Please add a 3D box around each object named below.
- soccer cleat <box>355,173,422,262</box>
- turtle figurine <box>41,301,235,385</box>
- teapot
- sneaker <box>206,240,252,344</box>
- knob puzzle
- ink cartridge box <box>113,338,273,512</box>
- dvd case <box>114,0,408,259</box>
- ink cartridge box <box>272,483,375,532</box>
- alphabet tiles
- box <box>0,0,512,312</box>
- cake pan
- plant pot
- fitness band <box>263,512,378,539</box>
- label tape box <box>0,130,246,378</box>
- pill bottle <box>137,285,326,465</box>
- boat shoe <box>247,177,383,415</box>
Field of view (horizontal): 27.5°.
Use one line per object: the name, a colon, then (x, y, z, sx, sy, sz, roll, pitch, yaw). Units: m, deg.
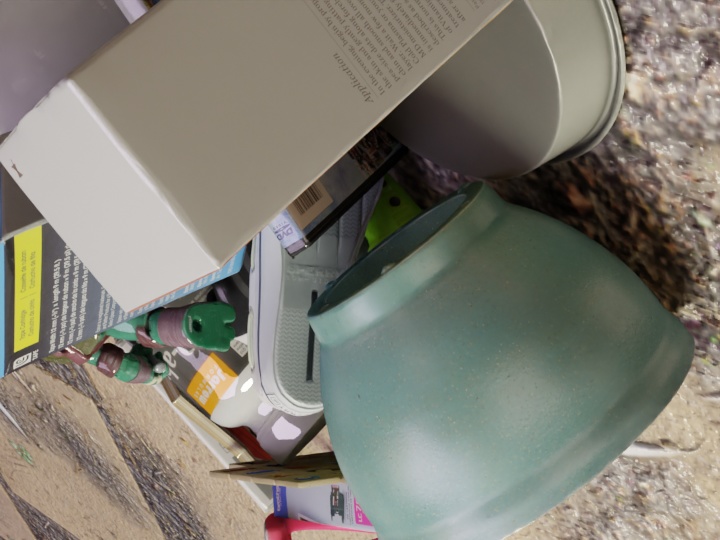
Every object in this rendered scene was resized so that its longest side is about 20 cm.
soccer cleat: (0.000, 0.000, 0.960, 0.081, 0.067, 0.200, 59, 153, 11)
turtle figurine: (-0.176, 0.021, 0.983, 0.199, 0.101, 0.151, -12, 112, 40)
teapot: (-0.218, -0.099, 0.849, 0.196, 0.146, 0.201, 5, 133, 43)
sneaker: (-0.073, -0.022, 0.952, 0.082, 0.072, 0.201, 12, 129, 3)
knob puzzle: (-0.115, 0.094, 1.221, 0.220, 0.030, 0.220, 49, -177, -4)
ink cartridge box: (-0.146, 0.125, 1.355, 0.200, 0.044, 0.174, 49, 173, -7)
dvd case: (-0.058, -0.119, 0.777, 0.017, 0.143, 0.201, -30, 99, 32)
ink cartridge box: (0.016, 0.164, 1.091, 0.199, 0.118, 0.042, -3, 89, 58)
alphabet tiles: (-0.007, 0.143, 1.069, 0.199, 0.165, 0.006, -6, 87, 57)
box: (-0.047, -0.088, 0.659, 0.098, 0.200, 0.124, 51, 153, -10)
cake pan: (0.041, -0.127, 0.743, 0.200, 0.037, 0.201, 34, 150, 23)
plant pot: (0.056, 0.039, 0.776, 0.135, 0.200, 0.200, 54, 152, -7)
fitness band: (-0.002, 0.205, 1.128, 0.200, 0.142, 0.038, 144, 122, -88)
label tape box: (-0.154, -0.022, 0.804, 0.066, 0.199, 0.144, 55, 152, 22)
pill bottle: (-0.098, 0.041, 1.086, 0.200, 0.116, 0.117, 43, 153, 8)
boat shoe: (-0.038, -0.018, 0.856, 0.073, 0.202, 0.067, 16, 168, -26)
